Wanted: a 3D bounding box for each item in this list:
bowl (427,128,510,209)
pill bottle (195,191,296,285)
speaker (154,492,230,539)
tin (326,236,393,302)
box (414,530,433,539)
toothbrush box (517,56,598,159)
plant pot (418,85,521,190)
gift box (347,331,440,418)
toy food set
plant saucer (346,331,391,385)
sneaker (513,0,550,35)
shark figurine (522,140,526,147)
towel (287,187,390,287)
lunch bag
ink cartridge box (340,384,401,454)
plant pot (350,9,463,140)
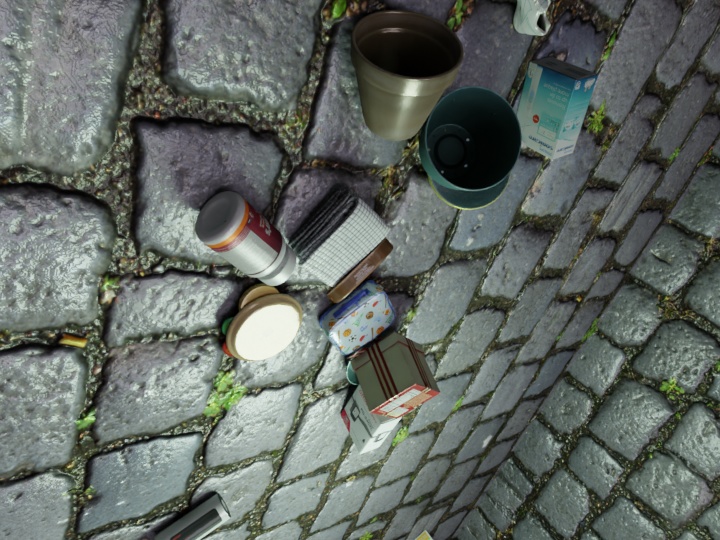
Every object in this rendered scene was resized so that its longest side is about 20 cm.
[{"bbox_3d":[0.248,-0.241,1.222,0.200,0.200,0.108,-45,-178,-1],"label":"bowl"},{"bbox_3d":[-0.214,-0.054,0.994,0.110,0.110,0.200,-45,141,0],"label":"pill bottle"},{"bbox_3d":[-0.474,0.725,1.452,0.199,0.081,0.082,-30,138,-18],"label":"speaker"},{"bbox_3d":[0.000,0.000,1.232,0.200,0.042,0.112,-44,180,-1],"label":"tin"},{"bbox_3d":[0.370,1.554,2.871,0.112,0.101,0.201,-35,139,-13],"label":"box"},{"bbox_3d":[0.474,-0.402,1.272,0.085,0.146,0.201,-21,136,-25],"label":"toothbrush box"},{"bbox_3d":[0.212,-0.263,1.082,0.198,0.161,0.203,0,93,-8],"label":"plant pot"},{"bbox_3d":[0.080,0.291,1.436,0.199,0.188,0.184,-32,145,15],"label":"gift box"},{"bbox_3d":[-0.226,0.131,1.189,0.198,0.049,0.199,-52,141,8],"label":"toy food set"},{"bbox_3d":[0.034,0.254,1.529,0.199,0.036,0.201,-23,136,-24],"label":"plant saucer"},{"bbox_3d":[0.357,-0.581,1.071,0.070,0.080,0.200,-43,139,0],"label":"sneaker"},{"bbox_3d":[0.336,-0.280,1.315,0.127,0.090,0.216,9,113,-7],"label":"shark figurine"},{"bbox_3d":[-0.049,-0.072,1.144,0.200,0.086,0.165,-45,148,6],"label":"towel"},{"bbox_3d":[-0.005,0.121,1.354,0.199,0.076,0.161,-38,138,-8],"label":"lunch bag"},{"bbox_3d":[0.030,0.441,1.566,0.083,0.146,0.201,-9,142,-32],"label":"ink cartridge box"},{"bbox_3d":[0.071,-0.348,0.956,0.199,0.201,0.174,-25,154,-23],"label":"plant pot"}]
